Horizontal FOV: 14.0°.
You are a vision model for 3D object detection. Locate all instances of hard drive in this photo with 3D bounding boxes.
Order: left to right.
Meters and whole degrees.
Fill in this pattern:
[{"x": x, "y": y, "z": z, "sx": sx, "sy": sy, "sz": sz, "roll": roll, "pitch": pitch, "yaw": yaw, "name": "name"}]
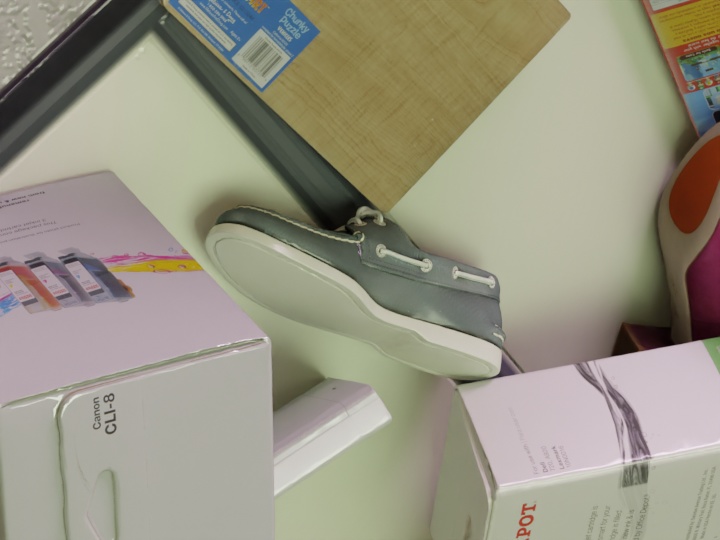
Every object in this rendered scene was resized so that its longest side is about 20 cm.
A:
[{"x": -0.083, "y": 0.123, "z": 1.579, "sx": 0.200, "sy": 0.132, "sz": 0.026, "roll": -33, "pitch": 96, "yaw": -10, "name": "hard drive"}]

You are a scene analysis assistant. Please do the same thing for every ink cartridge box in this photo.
[{"x": -0.145, "y": 0.067, "z": 1.463, "sx": 0.144, "sy": 0.200, "sz": 0.146, "roll": -14, "pitch": 122, "yaw": -22, "name": "ink cartridge box"}, {"x": 0.148, "y": 0.122, "z": 1.691, "sx": 0.199, "sy": 0.084, "sz": 0.146, "roll": -9, "pitch": 140, "yaw": -15, "name": "ink cartridge box"}]

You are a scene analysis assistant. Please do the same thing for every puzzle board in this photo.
[{"x": 0.004, "y": -0.141, "z": 1.551, "sx": 0.151, "sy": 0.017, "sz": 0.200, "roll": -46, "pitch": 128, "yaw": 2, "name": "puzzle board"}]

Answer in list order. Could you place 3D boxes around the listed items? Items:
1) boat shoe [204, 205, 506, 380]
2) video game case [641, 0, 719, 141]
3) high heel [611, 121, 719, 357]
[{"x": 0.000, "y": 0.000, "z": 1.608, "sx": 0.200, "sy": 0.073, "sz": 0.062, "roll": 25, "pitch": 66, "yaw": -32, "name": "boat shoe"}, {"x": 0.231, "y": -0.152, "z": 1.627, "sx": 0.143, "sy": 0.017, "sz": 0.200, "roll": -15, "pitch": 128, "yaw": 16, "name": "video game case"}, {"x": 0.219, "y": -0.004, "z": 1.713, "sx": 0.096, "sy": 0.068, "sz": 0.200, "roll": 6, "pitch": 128, "yaw": -21, "name": "high heel"}]
